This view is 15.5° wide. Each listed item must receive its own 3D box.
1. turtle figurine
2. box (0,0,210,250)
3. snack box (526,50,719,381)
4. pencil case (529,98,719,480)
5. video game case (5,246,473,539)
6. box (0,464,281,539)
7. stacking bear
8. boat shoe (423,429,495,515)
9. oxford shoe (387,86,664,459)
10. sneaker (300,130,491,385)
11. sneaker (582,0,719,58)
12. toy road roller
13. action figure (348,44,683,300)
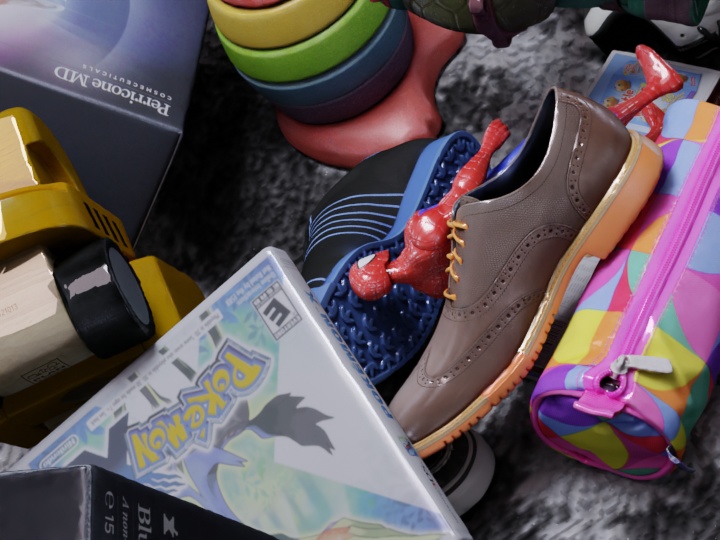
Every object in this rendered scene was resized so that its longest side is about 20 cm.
[{"bbox_3d":[0.076,-0.168,1.381,0.200,0.150,0.101,4,80,23],"label":"turtle figurine"},{"bbox_3d":[-0.194,-0.129,1.491,0.200,0.123,0.198,18,42,-10],"label":"box"},{"bbox_3d":[0.120,-0.031,1.393,0.072,0.024,0.200,15,62,36],"label":"snack box"},{"bbox_3d":[0.153,0.009,1.301,0.088,0.088,0.200,7,57,33],"label":"pencil case"},{"bbox_3d":[-0.068,0.119,1.292,0.200,0.022,0.182,-40,66,15],"label":"video game case"},{"bbox_3d":[-0.119,0.203,1.168,0.117,0.200,0.197,-8,71,23],"label":"box"},{"bbox_3d":[-0.035,-0.162,1.467,0.114,0.200,0.122,-4,52,26],"label":"stacking bear"},{"bbox_3d":[-0.031,0.094,1.344,0.200,0.064,0.071,-2,52,27],"label":"boat shoe"},{"bbox_3d":[0.062,0.002,1.288,0.200,0.073,0.071,-55,18,-5],"label":"oxford shoe"},{"bbox_3d":[0.000,0.000,1.390,0.078,0.070,0.200,-13,27,38],"label":"sneaker"},{"bbox_3d":[0.209,-0.149,1.425,0.200,0.074,0.080,2,68,36],"label":"sneaker"},{"bbox_3d":[-0.168,0.003,1.386,0.123,0.200,0.146,-25,74,8],"label":"toy road roller"},{"bbox_3d":[0.076,-0.042,1.343,0.200,0.065,0.052,-35,57,-20],"label":"action figure"}]
